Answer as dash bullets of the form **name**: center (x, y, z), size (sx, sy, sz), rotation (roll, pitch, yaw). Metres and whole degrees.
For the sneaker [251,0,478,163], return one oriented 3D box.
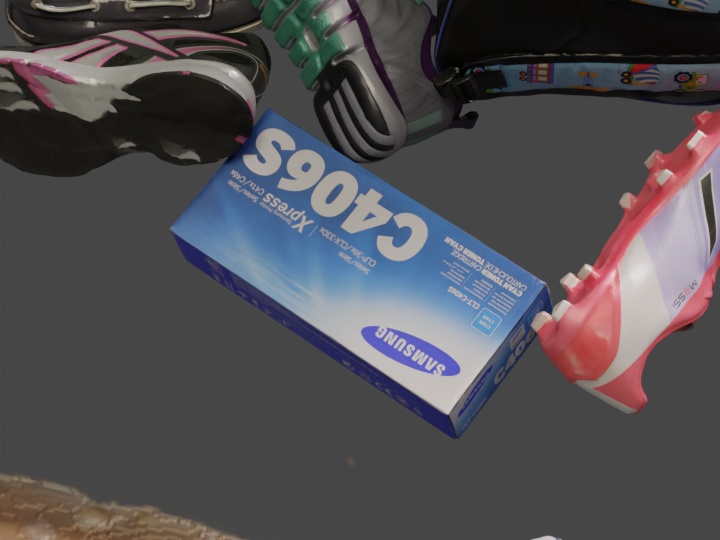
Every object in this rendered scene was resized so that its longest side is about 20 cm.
- **sneaker**: center (-0.006, -0.157, 1.498), size (0.087, 0.074, 0.200), rotation (-15, 75, -34)

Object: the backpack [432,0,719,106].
- **backpack**: center (0.149, -0.179, 1.432), size (0.199, 0.183, 0.135), rotation (7, 53, -4)

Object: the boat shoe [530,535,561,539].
- **boat shoe**: center (0.141, 0.224, 1.313), size (0.065, 0.074, 0.201), rotation (-20, 74, -5)

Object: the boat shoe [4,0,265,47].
- **boat shoe**: center (-0.116, -0.177, 1.534), size (0.199, 0.063, 0.073), rotation (-12, 62, 3)

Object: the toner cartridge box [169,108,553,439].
- **toner cartridge box**: center (0.000, 0.000, 1.446), size (0.200, 0.043, 0.095), rotation (32, 76, 21)

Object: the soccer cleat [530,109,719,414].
- **soccer cleat**: center (0.175, -0.013, 1.420), size (0.076, 0.067, 0.200), rotation (43, 70, -8)

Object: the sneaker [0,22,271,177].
- **sneaker**: center (-0.140, -0.106, 1.511), size (0.199, 0.081, 0.086), rotation (7, 35, 21)
